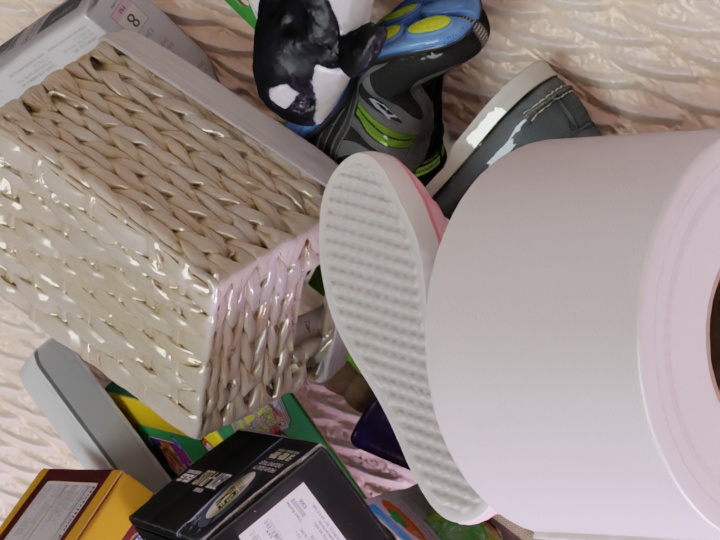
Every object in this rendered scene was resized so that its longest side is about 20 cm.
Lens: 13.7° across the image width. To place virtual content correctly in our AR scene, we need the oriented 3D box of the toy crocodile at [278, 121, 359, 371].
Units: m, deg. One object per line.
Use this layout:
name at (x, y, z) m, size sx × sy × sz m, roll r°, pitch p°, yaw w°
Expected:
toy crocodile at (0.000, 0.000, 1.702) m, size 0.200 × 0.062 × 0.068 m, roll 43°, pitch 141°, yaw 5°

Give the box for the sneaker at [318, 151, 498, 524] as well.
sneaker at (0.053, 0.031, 1.548) m, size 0.075 × 0.105 × 0.201 m, roll -34°, pitch 72°, yaw 41°

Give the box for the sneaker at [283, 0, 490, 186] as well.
sneaker at (0.024, -0.090, 1.603) m, size 0.083 × 0.071 × 0.200 m, roll 45°, pitch 146°, yaw 1°

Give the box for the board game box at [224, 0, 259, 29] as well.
board game box at (-0.038, -0.211, 1.599) m, size 0.096 × 0.030 × 0.200 m, roll 44°, pitch 138°, yaw 11°

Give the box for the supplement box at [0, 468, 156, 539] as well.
supplement box at (-0.127, 0.227, 1.773) m, size 0.197 × 0.133 × 0.200 m, roll 38°, pitch 166°, yaw -13°

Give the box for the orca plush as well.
orca plush at (-0.026, -0.157, 1.519) m, size 0.200 × 0.071 × 0.105 m, roll 122°, pitch 144°, yaw -49°

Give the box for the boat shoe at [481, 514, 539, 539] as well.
boat shoe at (0.118, 0.138, 1.583) m, size 0.200 × 0.072 × 0.072 m, roll 28°, pitch 154°, yaw 25°

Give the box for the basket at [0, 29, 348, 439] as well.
basket at (-0.109, -0.018, 1.648) m, size 0.200 × 0.123 × 0.136 m, roll 35°, pitch 137°, yaw 27°

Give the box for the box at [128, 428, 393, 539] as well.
box at (-0.019, 0.191, 1.617) m, size 0.200 × 0.086 × 0.164 m, roll 54°, pitch 166°, yaw -11°

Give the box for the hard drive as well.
hard drive at (-0.166, 0.106, 1.893) m, size 0.132 × 0.026 × 0.200 m, roll 53°, pitch 170°, yaw -1°

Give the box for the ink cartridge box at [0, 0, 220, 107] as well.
ink cartridge box at (-0.127, -0.073, 1.792) m, size 0.200 × 0.057 × 0.162 m, roll 41°, pitch 144°, yaw -18°

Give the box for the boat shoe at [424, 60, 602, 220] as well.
boat shoe at (0.058, -0.020, 1.587) m, size 0.062 × 0.073 × 0.200 m, roll 43°, pitch 120°, yaw 11°

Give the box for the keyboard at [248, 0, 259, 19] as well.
keyboard at (-0.070, -0.214, 1.602) m, size 0.056 × 0.011 × 0.200 m, roll -5°, pitch 113°, yaw 47°

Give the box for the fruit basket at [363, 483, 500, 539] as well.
fruit basket at (0.088, 0.181, 1.654) m, size 0.185 × 0.094 × 0.200 m, roll 45°, pitch -177°, yaw 10°

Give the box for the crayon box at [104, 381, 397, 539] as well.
crayon box at (-0.051, 0.139, 1.790) m, size 0.200 × 0.058 × 0.172 m, roll 55°, pitch 161°, yaw -17°

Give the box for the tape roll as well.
tape roll at (0.148, 0.032, 1.461) m, size 0.139 × 0.203 × 0.203 m, roll -2°, pitch 117°, yaw 45°

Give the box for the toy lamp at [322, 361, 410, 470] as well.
toy lamp at (-0.031, 0.048, 1.753) m, size 0.200 × 0.058 × 0.058 m, roll 35°, pitch 139°, yaw 8°
